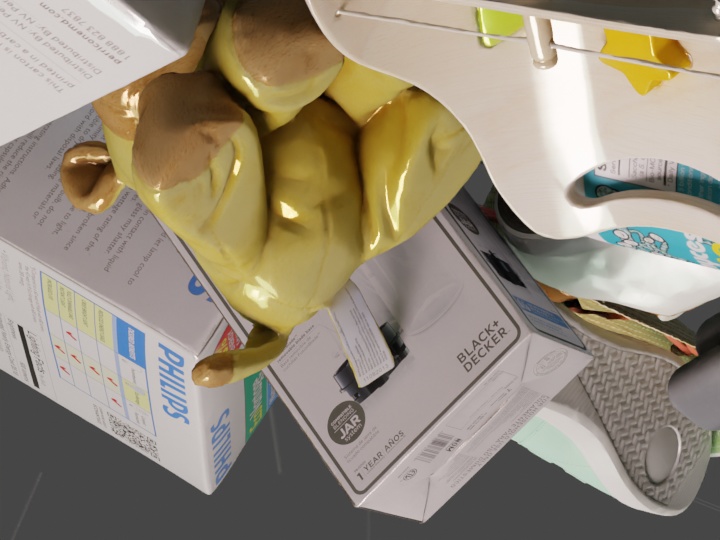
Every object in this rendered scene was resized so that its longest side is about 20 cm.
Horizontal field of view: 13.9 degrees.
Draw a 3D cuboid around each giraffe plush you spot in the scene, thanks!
[{"bbox_3d":[-0.052,-0.065,1.254,0.162,0.172,0.200,42,146,41],"label":"giraffe plush"}]

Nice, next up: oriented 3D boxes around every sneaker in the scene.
[{"bbox_3d":[0.167,-0.023,1.327,0.200,0.073,0.085,-4,142,19],"label":"sneaker"},{"bbox_3d":[0.085,0.055,1.453,0.118,0.074,0.200,10,161,45],"label":"sneaker"}]

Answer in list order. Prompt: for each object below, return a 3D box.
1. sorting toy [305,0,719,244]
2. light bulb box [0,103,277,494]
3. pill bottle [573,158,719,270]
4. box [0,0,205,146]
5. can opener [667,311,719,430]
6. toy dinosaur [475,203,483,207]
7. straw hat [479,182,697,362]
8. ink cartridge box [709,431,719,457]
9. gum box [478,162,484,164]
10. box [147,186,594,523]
[{"bbox_3d":[0.100,-0.071,1.132,0.200,0.107,0.180,13,138,35],"label":"sorting toy"},{"bbox_3d":[-0.131,-0.011,1.550,0.200,0.125,0.198,30,158,12],"label":"light bulb box"},{"bbox_3d":[0.152,-0.056,1.232,0.200,0.111,0.111,15,164,29],"label":"pill bottle"},{"bbox_3d":[-0.185,-0.158,1.191,0.199,0.131,0.200,36,141,-30],"label":"box"},{"bbox_3d":[0.196,0.026,1.146,0.067,0.053,0.200,37,152,-8],"label":"can opener"},{"bbox_3d":[0.136,0.040,1.691,0.200,0.086,0.136,17,159,1],"label":"toy dinosaur"},{"bbox_3d":[0.108,-0.023,1.466,0.201,0.085,0.201,22,177,1],"label":"straw hat"},{"bbox_3d":[0.255,0.060,1.490,0.145,0.048,0.200,-12,180,-26],"label":"ink cartridge box"},{"bbox_3d":[-0.049,-0.116,1.457,0.200,0.045,0.170,32,163,-35],"label":"gum box"},{"bbox_3d":[0.000,0.000,1.328,0.200,0.117,0.060,52,-162,30],"label":"box"}]
